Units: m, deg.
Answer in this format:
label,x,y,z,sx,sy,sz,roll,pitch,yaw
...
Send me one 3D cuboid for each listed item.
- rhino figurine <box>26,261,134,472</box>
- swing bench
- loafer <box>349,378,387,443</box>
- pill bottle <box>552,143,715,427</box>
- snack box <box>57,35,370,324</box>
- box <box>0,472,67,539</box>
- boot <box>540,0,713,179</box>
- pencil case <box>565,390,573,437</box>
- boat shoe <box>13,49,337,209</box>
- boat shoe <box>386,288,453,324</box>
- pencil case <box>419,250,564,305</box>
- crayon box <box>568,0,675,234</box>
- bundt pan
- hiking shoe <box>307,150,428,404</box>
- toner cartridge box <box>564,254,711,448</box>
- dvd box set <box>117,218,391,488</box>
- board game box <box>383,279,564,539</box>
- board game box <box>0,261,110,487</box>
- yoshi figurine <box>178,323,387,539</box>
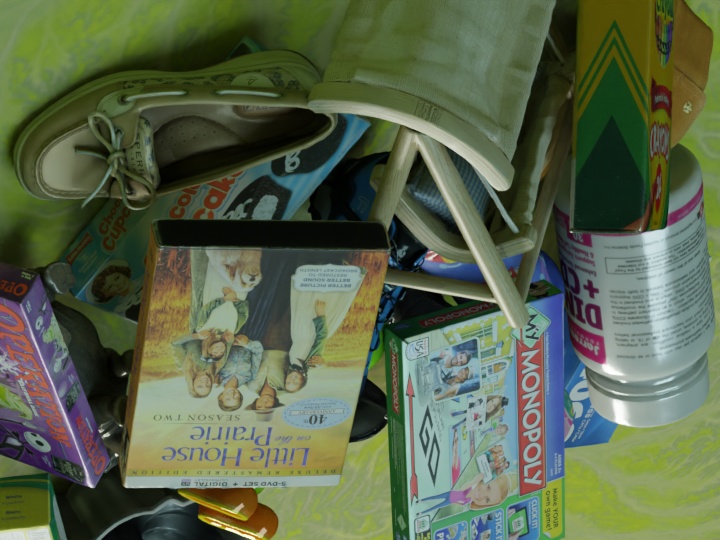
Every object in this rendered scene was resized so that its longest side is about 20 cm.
label,x,y,z,sx,sy,sz,roll,pitch,yaw
rhino figurine,-0.175,0.074,1.555,0.200,0.087,0.060,53,55,-31
swing bench,0.061,-0.108,1.491,0.201,0.129,0.200,81,22,-51
loafer,-0.049,0.111,1.759,0.200,0.071,0.068,7,126,-46
pill bottle,0.209,0.010,1.809,0.113,0.113,0.201,-24,124,-21
snack box,-0.096,-0.049,1.571,0.200,0.037,0.116,-49,142,12
box,-0.295,0.195,1.591,0.198,0.049,0.118,-7,139,-2
boot,0.178,-0.113,1.691,0.144,0.071,0.202,36,79,-44
pencil case,0.097,0.123,1.842,0.088,0.087,0.200,-55,164,20
boat shoe,-0.113,-0.084,1.465,0.199,0.063,0.074,-19,121,-8
boat shoe,0.046,0.051,1.783,0.070,0.066,0.200,-41,169,-2
pencil case,0.080,-0.019,1.727,0.078,0.087,0.200,-32,146,8
crayon box,0.172,-0.126,1.561,0.127,0.050,0.202,-11,102,-75
bundt pan,-0.177,0.214,1.746,0.201,0.076,0.203,-25,143,-21
hiking shoe,0.000,0.000,1.585,0.086,0.201,0.074,-21,139,41
toner cartridge box,0.201,0.057,1.957,0.095,0.043,0.201,-5,131,-41
dvd box set,-0.068,0.054,1.481,0.145,0.030,0.201,1,130,-14
board game box,0.083,0.117,1.704,0.134,0.029,0.202,-15,117,-25
board game box,-0.231,0.055,1.494,0.201,0.119,0.032,78,31,-51
yoshi figurine,-0.043,0.084,1.646,0.112,0.112,0.201,30,71,-28
